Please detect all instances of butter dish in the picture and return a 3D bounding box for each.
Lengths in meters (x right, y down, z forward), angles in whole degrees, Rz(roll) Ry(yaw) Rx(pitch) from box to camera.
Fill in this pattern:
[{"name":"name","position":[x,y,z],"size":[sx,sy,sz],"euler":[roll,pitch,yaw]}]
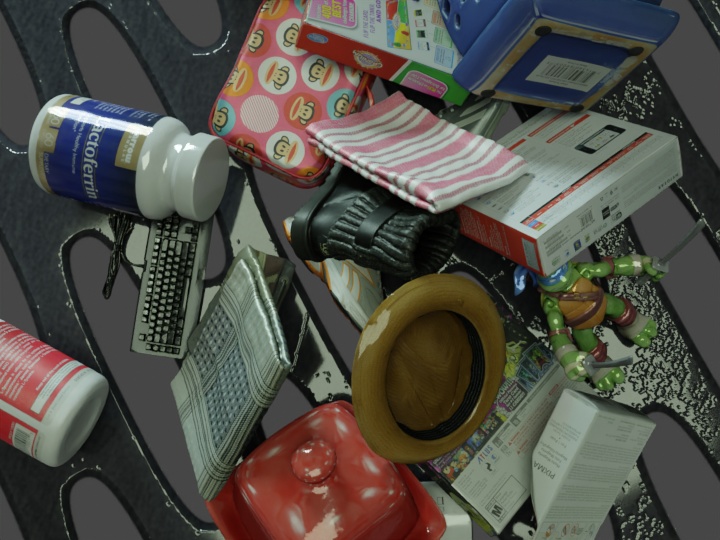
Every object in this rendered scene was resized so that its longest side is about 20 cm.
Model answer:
[{"name":"butter dish","position":[-0.040,0.218,0.874],"size":[0.198,0.149,0.200],"euler":[-31,57,-20]}]

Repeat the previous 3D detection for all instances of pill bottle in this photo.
[{"name":"pill bottle","position":[-0.256,-0.123,0.982],"size":[0.198,0.116,0.117],"euler":[13,85,11]},{"name":"pill bottle","position":[-0.394,0.124,0.979],"size":[0.198,0.112,0.113],"euler":[28,86,4]}]

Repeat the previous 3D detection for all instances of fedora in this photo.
[{"name":"fedora","position":[0.056,0.093,0.879],"size":[0.199,0.082,0.203],"euler":[-10,111,-29]}]

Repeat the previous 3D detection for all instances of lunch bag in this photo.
[{"name":"lunch bag","position":[-0.063,-0.203,1.012],"size":[0.175,0.082,0.202],"euler":[26,86,3]}]

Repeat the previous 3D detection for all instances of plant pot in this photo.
[{"name":"plant pot","position":[0.202,-0.282,0.910],"size":[0.198,0.200,0.182],"euler":[6,68,-19]}]

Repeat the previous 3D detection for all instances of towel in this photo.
[{"name":"towel","position":[-0.142,0.100,0.915],"size":[0.034,0.201,0.194],"euler":[15,120,-29]},{"name":"towel","position":[0.058,-0.127,0.912],"size":[0.146,0.030,0.199],"euler":[-27,46,-37]}]

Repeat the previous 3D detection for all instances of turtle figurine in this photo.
[{"name":"turtle figurine","position":[0.268,0.058,0.912],"size":[0.198,0.194,0.145],"euler":[-3,62,32]}]

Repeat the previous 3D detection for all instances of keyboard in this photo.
[{"name":"keyboard","position":[-0.245,-0.003,1.031],"size":[0.125,0.021,0.203],"euler":[8,85,2]}]

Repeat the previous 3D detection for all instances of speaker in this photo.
[{"name":"speaker","position":[0.022,0.276,0.968],"size":[0.197,0.081,0.082],"euler":[-2,85,1]}]

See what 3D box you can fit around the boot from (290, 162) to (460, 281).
[{"name":"boot","position":[0.040,-0.072,0.923],"size":[0.156,0.080,0.212],"euler":[7,48,33]}]

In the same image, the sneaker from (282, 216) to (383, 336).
[{"name":"sneaker","position":[0.000,0.000,0.999],"size":[0.092,0.076,0.201],"euler":[-37,86,-6]}]

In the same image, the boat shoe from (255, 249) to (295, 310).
[{"name":"boat shoe","position":[-0.115,0.080,0.993],"size":[0.065,0.072,0.203],"euler":[10,87,-6]}]

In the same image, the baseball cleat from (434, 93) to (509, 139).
[{"name":"baseball cleat","position":[0.115,-0.180,1.011],"size":[0.106,0.070,0.202],"euler":[25,85,3]}]

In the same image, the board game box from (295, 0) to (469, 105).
[{"name":"board game box","position":[0.038,-0.285,0.984],"size":[0.198,0.040,0.154],"euler":[17,59,-11]}]

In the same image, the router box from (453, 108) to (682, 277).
[{"name":"router box","position":[0.204,-0.095,0.930],"size":[0.199,0.179,0.049],"euler":[-34,125,-16]}]

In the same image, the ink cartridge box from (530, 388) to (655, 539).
[{"name":"ink cartridge box","position":[0.225,0.232,0.936],"size":[0.057,0.162,0.201],"euler":[36,101,40]}]

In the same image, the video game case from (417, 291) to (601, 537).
[{"name":"video game case","position":[0.141,0.152,0.960],"size":[0.181,0.036,0.200],"euler":[42,67,9]}]
